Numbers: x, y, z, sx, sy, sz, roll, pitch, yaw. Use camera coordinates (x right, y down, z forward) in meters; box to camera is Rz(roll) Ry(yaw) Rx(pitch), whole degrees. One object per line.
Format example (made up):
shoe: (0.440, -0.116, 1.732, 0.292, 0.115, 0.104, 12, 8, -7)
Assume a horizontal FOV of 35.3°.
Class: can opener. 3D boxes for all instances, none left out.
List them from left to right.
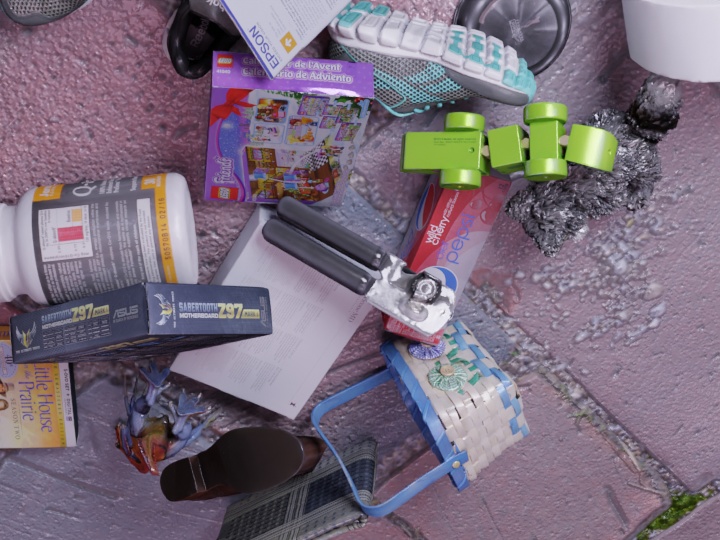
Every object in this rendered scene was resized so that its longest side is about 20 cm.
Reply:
can opener: (0.000, 0.000, 1.095, 0.200, 0.067, 0.053, 30, 79, 5)

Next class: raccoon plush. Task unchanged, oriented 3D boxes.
raccoon plush: (0.209, -0.104, 1.061, 0.134, 0.097, 0.200, -32, 149, -22)

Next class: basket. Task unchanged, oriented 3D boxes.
basket: (0.059, 0.153, 1.196, 0.200, 0.176, 0.139, -33, 130, -4)

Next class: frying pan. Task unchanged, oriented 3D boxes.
frying pan: (0.107, -0.228, 1.055, 0.190, 0.031, 0.115, -1, 119, -9)

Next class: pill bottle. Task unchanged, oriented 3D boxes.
pill bottle: (-0.259, -0.027, 1.074, 0.200, 0.116, 0.116, -6, 121, -4)

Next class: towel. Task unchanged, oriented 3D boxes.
towel: (-0.071, 0.270, 1.239, 0.200, 0.193, 0.035, -26, 102, 10)

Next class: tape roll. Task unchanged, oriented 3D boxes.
tape roll: (0.328, -0.238, 0.975, 0.202, 0.202, 0.071, -16, 121, 3)

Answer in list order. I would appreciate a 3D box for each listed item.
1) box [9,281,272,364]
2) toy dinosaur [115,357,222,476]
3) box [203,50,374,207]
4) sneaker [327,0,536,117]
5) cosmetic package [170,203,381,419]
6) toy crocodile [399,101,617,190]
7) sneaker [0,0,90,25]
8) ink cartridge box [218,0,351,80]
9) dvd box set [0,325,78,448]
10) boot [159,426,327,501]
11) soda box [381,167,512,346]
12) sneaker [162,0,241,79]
box: (-0.208, 0.052, 1.071, 0.200, 0.051, 0.158, -14, 170, 38)
toy dinosaur: (-0.229, 0.172, 1.178, 0.105, 0.200, 0.182, 32, 127, 2)
box: (-0.070, -0.122, 1.027, 0.137, 0.039, 0.200, 3, 155, -9)
sneaker: (0.060, -0.178, 1.037, 0.200, 0.078, 0.091, 19, 127, 8)
cosmetic package: (-0.086, 0.046, 1.179, 0.151, 0.052, 0.200, 26, 114, -19)
toy crocodile: (0.131, -0.109, 1.028, 0.200, 0.062, 0.068, -3, 82, 22)
sneaker: (-0.223, -0.268, 0.938, 0.200, 0.091, 0.078, -32, 112, 12)
ink cartridge box: (-0.073, -0.291, 0.918, 0.200, 0.043, 0.196, -49, 123, -25)
dvd box set: (-0.405, 0.126, 1.198, 0.200, 0.029, 0.146, 0, 121, -7)
boot: (-0.081, 0.196, 1.188, 0.186, 0.064, 0.200, -16, 168, 32)
soda box: (0.082, -0.027, 1.145, 0.063, 0.070, 0.200, 16, 117, -13)
sneaker: (-0.113, -0.247, 0.976, 0.066, 0.091, 0.200, 22, 116, -20)
